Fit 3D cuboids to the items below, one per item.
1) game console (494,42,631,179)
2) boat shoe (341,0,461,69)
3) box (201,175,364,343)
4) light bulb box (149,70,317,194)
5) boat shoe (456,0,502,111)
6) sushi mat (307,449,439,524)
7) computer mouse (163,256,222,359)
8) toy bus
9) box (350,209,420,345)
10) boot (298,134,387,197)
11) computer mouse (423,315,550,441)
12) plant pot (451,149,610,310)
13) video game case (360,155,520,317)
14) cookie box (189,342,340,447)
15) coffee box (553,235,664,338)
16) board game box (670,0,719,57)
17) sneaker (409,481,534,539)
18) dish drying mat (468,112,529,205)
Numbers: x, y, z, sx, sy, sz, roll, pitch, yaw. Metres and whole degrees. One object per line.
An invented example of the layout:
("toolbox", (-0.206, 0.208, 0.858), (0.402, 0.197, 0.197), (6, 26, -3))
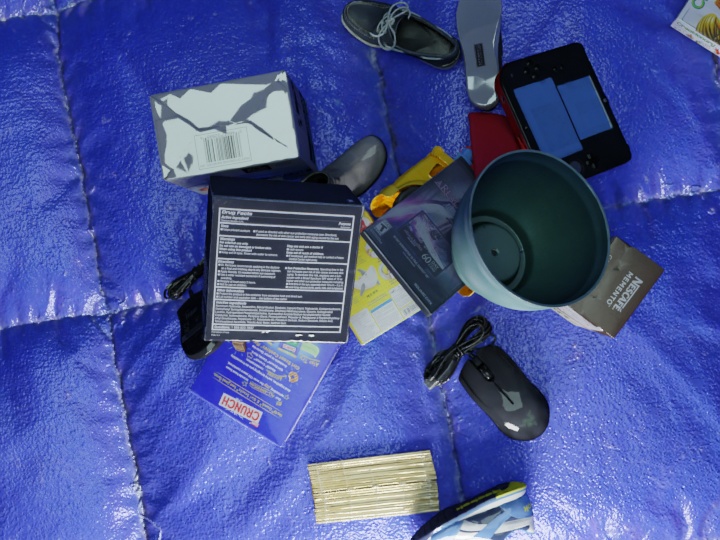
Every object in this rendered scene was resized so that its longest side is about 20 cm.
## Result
("game console", (0.301, -0.229, 1.148), (0.176, 0.031, 0.201), (-22, 87, -19))
("boat shoe", (0.060, -0.367, 1.190), (0.199, 0.062, 0.075), (29, 94, 6))
("box", (-0.111, -0.016, 1.057), (0.199, 0.123, 0.200), (3, 110, -14))
("light bulb box", (-0.176, -0.195, 1.140), (0.197, 0.200, 0.126), (-9, 89, 5))
("boat shoe", (0.184, -0.341, 1.181), (0.068, 0.057, 0.201), (-2, 88, 15))
("sushi mat", (0.020, 0.337, 1.203), (0.199, 0.012, 0.096), (-7, 86, 5))
("computer mouse", (-0.219, 0.049, 1.175), (0.140, 0.046, 0.200), (-41, 41, 3))
("toy bus", (0.143, -0.088, 1.154), (0.200, 0.136, 0.192), (44, 77, 3))
("box", (0.000, 0.000, 1.196), (0.117, 0.048, 0.201), (-31, 89, 4))
("boot", (-0.040, -0.132, 1.159), (0.200, 0.132, 0.070), (-45, 84, 3))
("computer mouse", (0.203, 0.180, 1.169), (0.200, 0.053, 0.139), (44, 92, 5))
("plant pot", (0.198, -0.037, 0.998), (0.199, 0.134, 0.202), (6, 74, -20))
("video game case", (0.116, -0.051, 1.060), (0.200, 0.019, 0.143), (-38, 87, -25))
("cookie box", (-0.139, 0.137, 1.191), (0.171, 0.075, 0.201), (30, 91, 6))
("coffee box", (0.329, 0.021, 1.085), (0.080, 0.200, 0.115), (36, 93, 2))
("board game box", (0.576, -0.421, 1.155), (0.126, 0.035, 0.201), (33, 92, 6))
("sneaker", (0.169, 0.389, 1.159), (0.199, 0.074, 0.083), (-24, 89, 5))
("dish drying mat", (0.199, -0.168, 1.123), (0.076, 0.018, 0.201), (7, 45, -3))
